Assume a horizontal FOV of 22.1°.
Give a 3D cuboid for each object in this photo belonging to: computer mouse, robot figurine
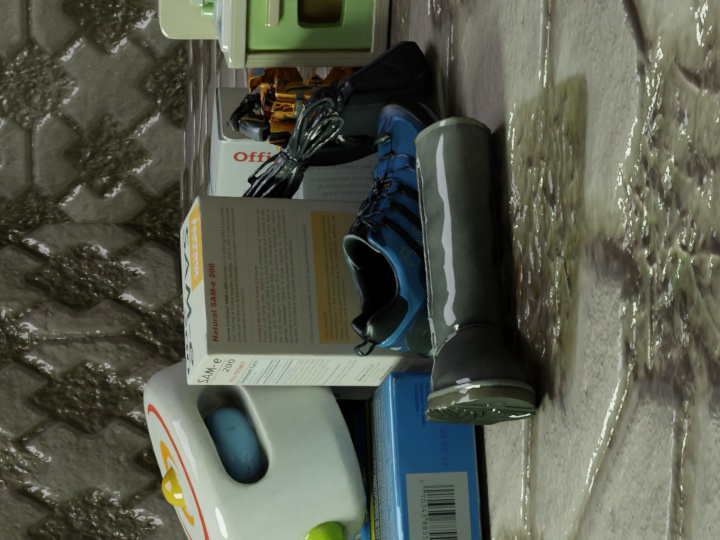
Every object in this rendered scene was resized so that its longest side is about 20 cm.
[{"bbox_3d":[-0.001,-0.112,1.422,0.200,0.053,0.139,-41,-9,-48],"label":"computer mouse"},{"bbox_3d":[-0.043,-0.153,1.649,0.200,0.144,0.059,-97,11,-70],"label":"robot figurine"}]

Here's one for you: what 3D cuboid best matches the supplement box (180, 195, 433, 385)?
[{"bbox_3d":[-0.030,0.017,1.379,0.074,0.199,0.127,127,142,-63],"label":"supplement box"}]

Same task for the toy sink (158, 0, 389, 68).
[{"bbox_3d":[-0.078,-0.256,1.644,0.112,0.199,0.131,-112,23,-65],"label":"toy sink"}]

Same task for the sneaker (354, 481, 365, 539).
[{"bbox_3d":[0.005,0.174,1.612,0.085,0.077,0.200,-46,12,23],"label":"sneaker"}]

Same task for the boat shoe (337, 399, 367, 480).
[{"bbox_3d":[-0.013,0.101,1.581,0.066,0.070,0.200,50,-160,-25],"label":"boat shoe"}]

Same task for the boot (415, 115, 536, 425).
[{"bbox_3d":[0.073,-0.002,1.214,0.182,0.072,0.202,153,122,-77],"label":"boot"}]

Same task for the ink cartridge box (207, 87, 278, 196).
[{"bbox_3d":[-0.076,-0.078,1.808,0.086,0.145,0.201,-99,13,-46],"label":"ink cartridge box"}]

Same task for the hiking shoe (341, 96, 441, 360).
[{"bbox_3d":[0.029,-0.036,1.325,0.074,0.086,0.201,-32,59,49],"label":"hiking shoe"}]

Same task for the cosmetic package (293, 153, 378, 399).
[{"bbox_3d":[0.000,0.000,1.510,0.074,0.101,0.201,106,159,-65],"label":"cosmetic package"}]

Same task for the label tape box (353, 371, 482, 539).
[{"bbox_3d":[0.041,0.161,1.391,0.200,0.063,0.145,122,146,-76],"label":"label tape box"}]

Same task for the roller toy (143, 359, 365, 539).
[{"bbox_3d":[-0.092,0.149,1.454,0.200,0.139,0.184,-141,35,-62],"label":"roller toy"}]
